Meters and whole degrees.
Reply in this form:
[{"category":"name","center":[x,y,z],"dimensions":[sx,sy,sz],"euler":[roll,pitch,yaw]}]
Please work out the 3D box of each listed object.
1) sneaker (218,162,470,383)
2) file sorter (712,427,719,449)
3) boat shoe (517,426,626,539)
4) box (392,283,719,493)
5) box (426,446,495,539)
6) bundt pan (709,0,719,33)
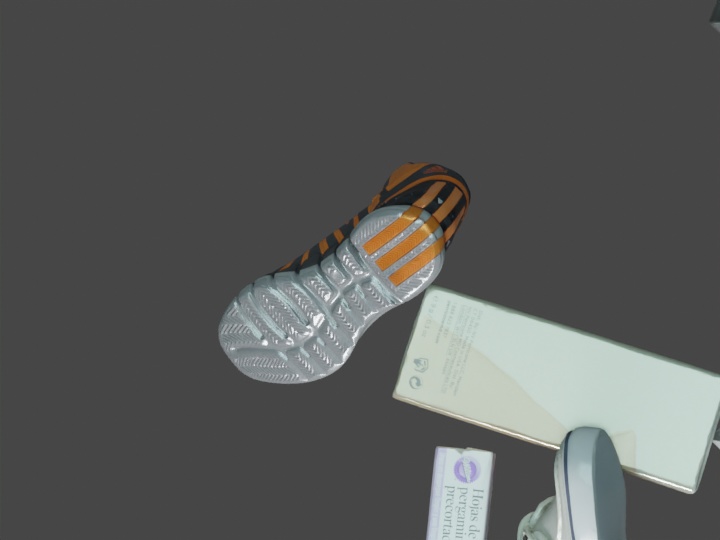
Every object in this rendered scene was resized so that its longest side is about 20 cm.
[{"category":"sneaker","center":[0.000,0.000,1.584],"dimensions":[0.200,0.112,0.078],"euler":[-30,101,34]},{"category":"file sorter","center":[0.338,0.081,1.514],"dimensions":[0.200,0.139,0.125],"euler":[-43,86,0]},{"category":"boat shoe","center":[0.128,0.178,1.516],"dimensions":[0.070,0.200,0.071],"euler":[3,41,17]},{"category":"box","center":[0.129,0.076,1.554],"dimensions":[0.200,0.095,0.078],"euler":[18,87,8]},{"category":"box","center":[0.058,0.214,1.573],"dimensions":[0.039,0.041,0.200],"euler":[6,84,5]},{"category":"bundt pan","center":[0.303,-0.179,1.543],"dimensions":[0.202,0.076,0.202],"euler":[-1,93,-26]}]
